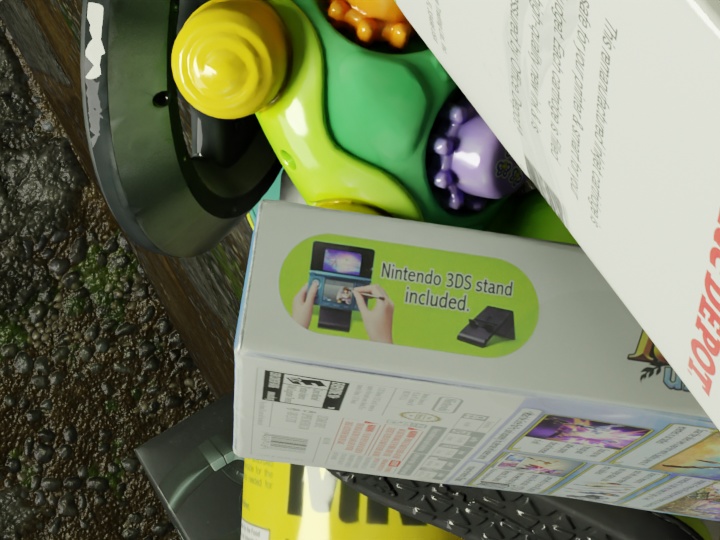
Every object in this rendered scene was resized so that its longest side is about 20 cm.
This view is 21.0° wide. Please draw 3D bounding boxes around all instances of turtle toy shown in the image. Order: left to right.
[{"bbox_3d":[0.022,-0.046,0.680,0.200,0.101,0.146,59,-166,-10],"label":"turtle toy"}]

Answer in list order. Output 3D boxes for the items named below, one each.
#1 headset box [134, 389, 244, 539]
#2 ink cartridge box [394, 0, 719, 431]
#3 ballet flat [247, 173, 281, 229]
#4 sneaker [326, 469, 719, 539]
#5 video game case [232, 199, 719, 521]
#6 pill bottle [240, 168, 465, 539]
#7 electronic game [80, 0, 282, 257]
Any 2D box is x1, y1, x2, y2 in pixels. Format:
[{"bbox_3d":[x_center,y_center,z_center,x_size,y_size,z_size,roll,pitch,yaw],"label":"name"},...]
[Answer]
[{"bbox_3d":[-0.006,0.139,1.085,0.174,0.200,0.093,53,168,31],"label":"headset box"},{"bbox_3d":[0.066,-0.075,0.424,0.200,0.084,0.146,55,169,23],"label":"ink cartridge box"},{"bbox_3d":[0.000,0.000,1.067,0.200,0.067,0.067,52,-171,29],"label":"ballet flat"},{"bbox_3d":[0.053,0.056,0.736,0.200,0.083,0.072,31,143,3],"label":"sneaker"},{"bbox_3d":[0.054,0.035,0.584,0.200,0.181,0.046,108,171,-77],"label":"video game case"},{"bbox_3d":[0.009,0.059,0.811,0.114,0.114,0.201,-173,86,-78],"label":"pill bottle"},{"bbox_3d":[-0.059,-0.104,0.762,0.042,0.200,0.200,10,149,18],"label":"electronic game"}]
